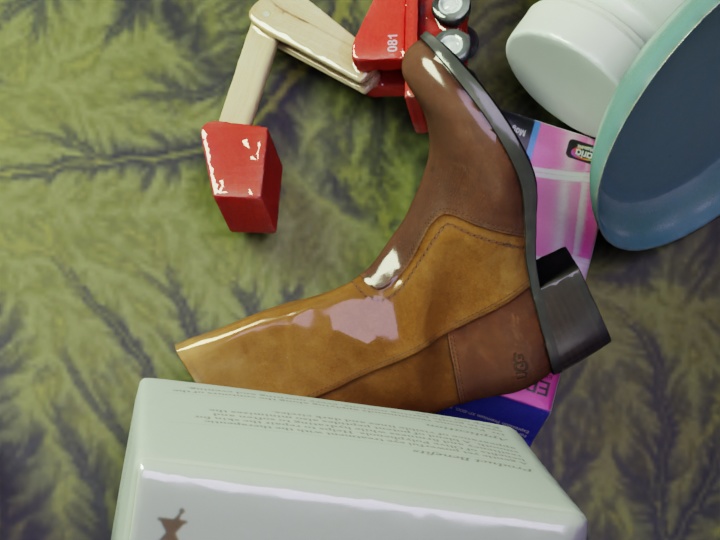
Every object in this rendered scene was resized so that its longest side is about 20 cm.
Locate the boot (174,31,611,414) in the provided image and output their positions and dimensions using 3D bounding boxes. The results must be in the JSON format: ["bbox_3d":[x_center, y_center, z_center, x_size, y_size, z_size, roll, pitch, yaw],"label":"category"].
[{"bbox_3d":[0.000,0.000,1.033,0.200,0.068,0.188,-25,108,3],"label":"boot"}]

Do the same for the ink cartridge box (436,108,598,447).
[{"bbox_3d":[0.067,0.014,1.093,0.095,0.037,0.200,17,78,-5],"label":"ink cartridge box"}]

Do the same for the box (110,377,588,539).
[{"bbox_3d":[-0.021,0.171,0.949,0.199,0.171,0.200,8,97,-8],"label":"box"}]

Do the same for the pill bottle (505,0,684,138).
[{"bbox_3d":[0.169,-0.169,1.101,0.113,0.113,0.200,39,73,0],"label":"pill bottle"}]

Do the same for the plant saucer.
[{"bbox_3d":[0.189,-0.095,1.061,0.200,0.200,0.027,-37,62,-14],"label":"plant saucer"}]

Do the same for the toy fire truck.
[{"bbox_3d":[-0.009,-0.122,1.092,0.141,0.049,0.200,-2,67,8],"label":"toy fire truck"}]
